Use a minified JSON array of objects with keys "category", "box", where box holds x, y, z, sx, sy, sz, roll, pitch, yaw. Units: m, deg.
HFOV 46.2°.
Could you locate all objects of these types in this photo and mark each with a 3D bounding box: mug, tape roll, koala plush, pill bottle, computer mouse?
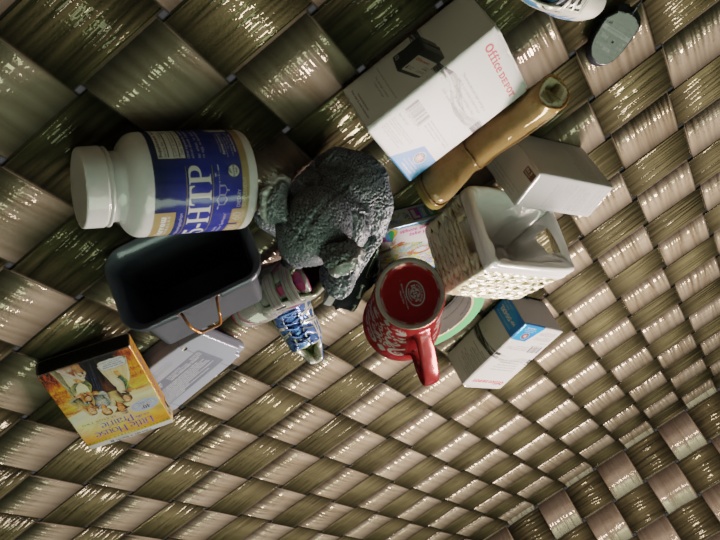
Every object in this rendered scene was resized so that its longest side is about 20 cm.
[{"category":"mug","box":[0.087,0.073,1.326,0.134,0.177,0.200,-48,170,-13]},{"category":"tape roll","box":[0.134,0.068,1.560,0.197,0.049,0.202,-21,147,-14]},{"category":"koala plush","box":[-0.051,-0.065,1.072,0.184,0.177,0.200,-48,177,18]},{"category":"pill bottle","box":[-0.230,-0.102,0.988,0.196,0.121,0.121,-7,142,-29]},{"category":"computer mouse","box":[0.381,-0.375,1.174,0.058,0.034,0.201,24,118,-22]}]

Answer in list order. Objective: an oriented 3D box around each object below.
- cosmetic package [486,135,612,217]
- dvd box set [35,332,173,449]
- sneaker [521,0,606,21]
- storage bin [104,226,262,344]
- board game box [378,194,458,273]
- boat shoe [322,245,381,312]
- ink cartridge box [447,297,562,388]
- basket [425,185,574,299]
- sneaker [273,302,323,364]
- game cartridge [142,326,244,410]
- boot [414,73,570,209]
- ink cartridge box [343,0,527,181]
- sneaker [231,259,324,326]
[{"category":"cosmetic package","box":[0.302,-0.151,1.344,0.197,0.103,0.074,3,135,-38]},{"category":"dvd box set","box":[-0.387,0.190,1.295,0.143,0.030,0.202,-17,136,-4]},{"category":"sneaker","box":[0.251,-0.351,1.064,0.197,0.073,0.072,5,133,-43]},{"category":"storage bin","box":[-0.223,0.024,1.159,0.197,0.147,0.135,-26,157,-5]},{"category":"board game box","box":[0.098,-0.052,1.383,0.196,0.035,0.136,-15,145,-21]},{"category":"boat shoe","box":[0.000,0.000,1.320,0.059,0.077,0.200,19,149,-12]},{"category":"ink cartridge box","box":[0.299,0.152,1.764,0.144,0.085,0.200,12,130,-45]},{"category":"basket","box":[0.214,-0.035,1.322,0.197,0.138,0.123,4,149,-39]},{"category":"sneaker","box":[-0.100,0.082,1.373,0.075,0.078,0.201,-28,146,2]},{"category":"game cartridge","box":[-0.298,0.160,1.366,0.199,0.041,0.133,-39,150,14]},{"category":"boot","box":[0.177,-0.180,1.157,0.199,0.066,0.176,-33,-168,40]},{"category":"ink cartridge box","box":[0.099,-0.233,1.092,0.199,0.084,0.145,-36,147,10]},{"category":"sneaker","box":[-0.107,0.016,1.248,0.198,0.082,0.088,-35,-171,-3]}]
